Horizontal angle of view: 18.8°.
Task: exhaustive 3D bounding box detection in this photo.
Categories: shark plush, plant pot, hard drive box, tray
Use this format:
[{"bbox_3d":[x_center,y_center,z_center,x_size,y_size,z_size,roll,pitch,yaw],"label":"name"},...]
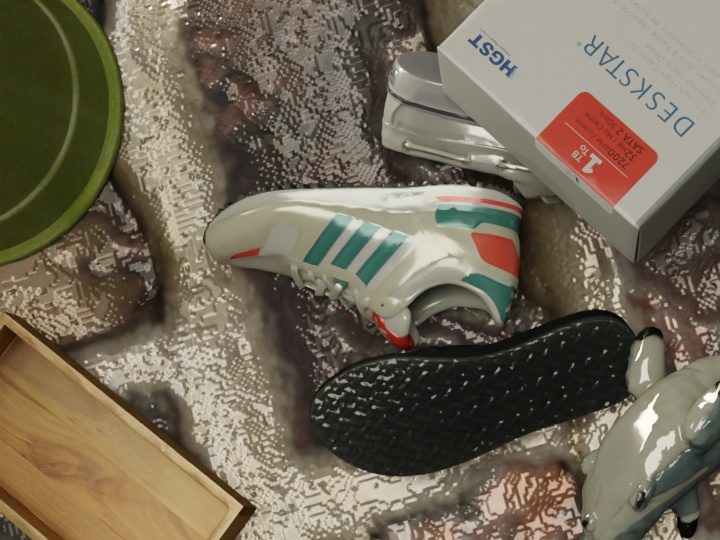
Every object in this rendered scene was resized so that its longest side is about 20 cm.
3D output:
[{"bbox_3d":[0.177,0.130,1.249,0.091,0.083,0.200,19,78,54],"label":"shark plush"},{"bbox_3d":[-0.270,-0.112,1.325,0.199,0.190,0.201,-2,82,13],"label":"plant pot"},{"bbox_3d":[0.167,-0.132,1.227,0.156,0.077,0.200,42,83,14],"label":"hard drive box"},{"bbox_3d":[-0.172,0.125,1.348,0.200,0.037,0.099,37,92,16],"label":"tray"}]

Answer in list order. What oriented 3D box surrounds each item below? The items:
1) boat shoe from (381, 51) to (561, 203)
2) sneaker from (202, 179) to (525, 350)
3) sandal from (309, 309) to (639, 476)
[{"bbox_3d":[0.109,-0.073,1.299,0.199,0.072,0.066,14,116,2],"label":"boat shoe"},{"bbox_3d":[0.001,0.000,1.308,0.199,0.070,0.094,-2,76,10],"label":"sneaker"},{"bbox_3d":[0.068,0.072,1.295,0.200,0.048,0.076,-12,103,-3],"label":"sandal"}]
